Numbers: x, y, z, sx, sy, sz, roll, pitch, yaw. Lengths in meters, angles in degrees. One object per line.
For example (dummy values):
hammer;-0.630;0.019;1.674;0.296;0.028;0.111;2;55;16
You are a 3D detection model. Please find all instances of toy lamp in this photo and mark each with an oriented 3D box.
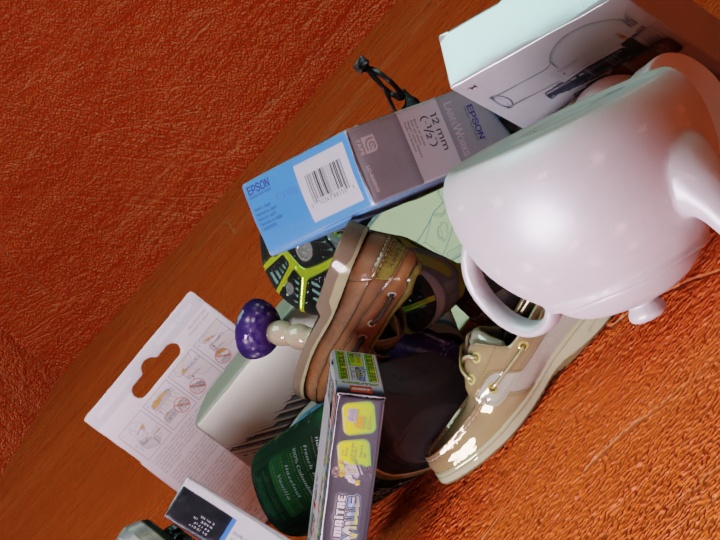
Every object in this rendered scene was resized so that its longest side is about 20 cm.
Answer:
toy lamp;-0.009;0.062;1.674;0.199;0.058;0.058;6;49;34

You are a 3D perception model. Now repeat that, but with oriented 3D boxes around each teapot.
teapot;0.156;-0.033;1.365;0.196;0.147;0.200;-25;5;3

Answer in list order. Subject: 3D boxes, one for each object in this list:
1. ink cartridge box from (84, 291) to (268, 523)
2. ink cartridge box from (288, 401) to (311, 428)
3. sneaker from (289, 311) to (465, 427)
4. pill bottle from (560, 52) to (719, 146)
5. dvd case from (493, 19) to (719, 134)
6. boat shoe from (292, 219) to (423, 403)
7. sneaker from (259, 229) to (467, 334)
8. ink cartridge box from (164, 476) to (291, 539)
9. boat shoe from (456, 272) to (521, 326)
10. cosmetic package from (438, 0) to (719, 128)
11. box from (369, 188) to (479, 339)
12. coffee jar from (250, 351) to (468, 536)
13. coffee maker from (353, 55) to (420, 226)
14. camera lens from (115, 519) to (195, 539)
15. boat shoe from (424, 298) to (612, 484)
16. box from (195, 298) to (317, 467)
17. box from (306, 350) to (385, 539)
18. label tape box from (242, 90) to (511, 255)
ink cartridge box;-0.129;0.131;1.918;0.163;0.200;0.057;-49;13;8
ink cartridge box;-0.012;0.112;1.845;0.200;0.067;0.117;-51;9;5
sneaker;0.014;0.093;1.753;0.200;0.075;0.087;-38;31;24
pill bottle;0.180;-0.074;1.521;0.200;0.111;0.111;-40;15;47
dvd case;0.190;-0.154;1.667;0.199;0.018;0.143;-6;-27;-39
boat shoe;-0.002;0.047;1.566;0.201;0.067;0.072;107;-175;-55
sneaker;0.000;0.000;1.669;0.076;0.199;0.076;-18;-57;-45
ink cartridge box;-0.086;0.208;1.593;0.039;0.099;0.200;-59;-11;-7
boat shoe;0.149;-0.040;1.665;0.200;0.070;0.070;-51;9;0
cosmetic package;0.176;-0.156;1.540;0.150;0.199;0.052;-25;62;30
box;0.095;-0.049;1.810;0.200;0.021;0.163;-52;47;0
coffee jar;0.003;0.135;1.607;0.104;0.086;0.200;-15;-16;-37
coffee maker;0.021;-0.057;1.957;0.200;0.192;0.135;-50;-31;1
camera lens;-0.162;0.305;1.582;0.201;0.160;0.160;-53;10;-9
boat shoe;0.106;0.064;1.500;0.200;0.066;0.074;-51;10;5
box;-0.055;0.068;1.793;0.200;0.068;0.082;-51;8;17
box;-0.015;0.169;1.474;0.110;0.034;0.202;-104;20;-76
label tape box;0.029;-0.085;1.604;0.199;0.067;0.143;-25;1;-39
